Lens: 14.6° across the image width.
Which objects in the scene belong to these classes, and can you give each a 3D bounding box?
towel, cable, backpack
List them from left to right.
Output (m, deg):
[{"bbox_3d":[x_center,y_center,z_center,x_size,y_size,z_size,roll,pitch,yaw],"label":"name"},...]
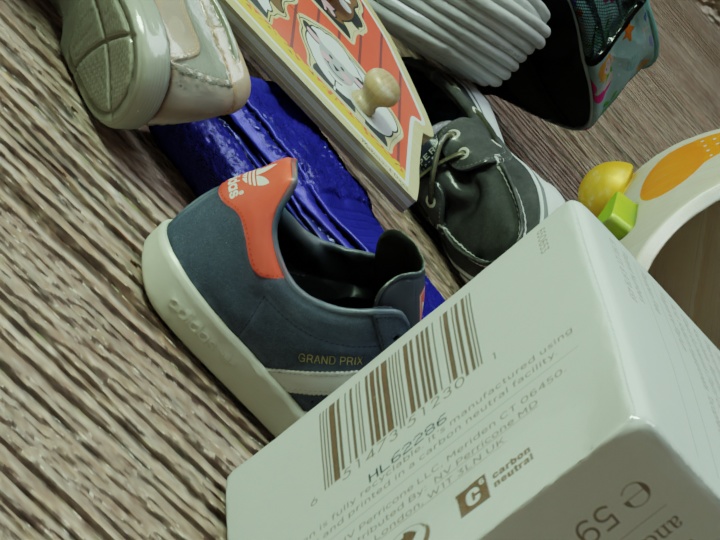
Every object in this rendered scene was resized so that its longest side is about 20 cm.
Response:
[{"bbox_3d":[0.000,0.000,1.228,0.200,0.049,0.148,54,15,9],"label":"towel"},{"bbox_3d":[0.016,-0.174,1.572,0.200,0.069,0.200,33,3,-27],"label":"cable"},{"bbox_3d":[0.108,-0.191,1.769,0.177,0.151,0.201,30,-26,35],"label":"backpack"}]

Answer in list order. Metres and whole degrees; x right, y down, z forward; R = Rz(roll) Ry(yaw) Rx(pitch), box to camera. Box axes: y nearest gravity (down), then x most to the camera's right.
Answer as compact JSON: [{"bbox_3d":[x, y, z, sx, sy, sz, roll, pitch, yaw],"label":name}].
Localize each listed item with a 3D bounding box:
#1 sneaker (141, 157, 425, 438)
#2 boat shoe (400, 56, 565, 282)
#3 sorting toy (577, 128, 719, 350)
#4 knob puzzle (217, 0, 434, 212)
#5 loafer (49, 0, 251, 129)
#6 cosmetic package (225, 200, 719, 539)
[{"bbox_3d":[0.008,0.039,1.084,0.200,0.084,0.075,46,15,-22],"label":"sneaker"},{"bbox_3d":[0.051,-0.056,1.494,0.066,0.070,0.200,33,21,-31],"label":"boat shoe"},{"bbox_3d":[0.133,0.045,1.373,0.106,0.201,0.180,10,26,16],"label":"sorting toy"},{"bbox_3d":[-0.025,-0.137,1.325,0.220,0.030,0.220,45,19,-21],"label":"knob puzzle"},{"bbox_3d":[-0.103,-0.140,1.188,0.063,0.072,0.201,3,51,-34],"label":"loafer"},{"bbox_3d":[0.080,0.122,0.933,0.200,0.167,0.167,45,15,-21],"label":"cosmetic package"}]
